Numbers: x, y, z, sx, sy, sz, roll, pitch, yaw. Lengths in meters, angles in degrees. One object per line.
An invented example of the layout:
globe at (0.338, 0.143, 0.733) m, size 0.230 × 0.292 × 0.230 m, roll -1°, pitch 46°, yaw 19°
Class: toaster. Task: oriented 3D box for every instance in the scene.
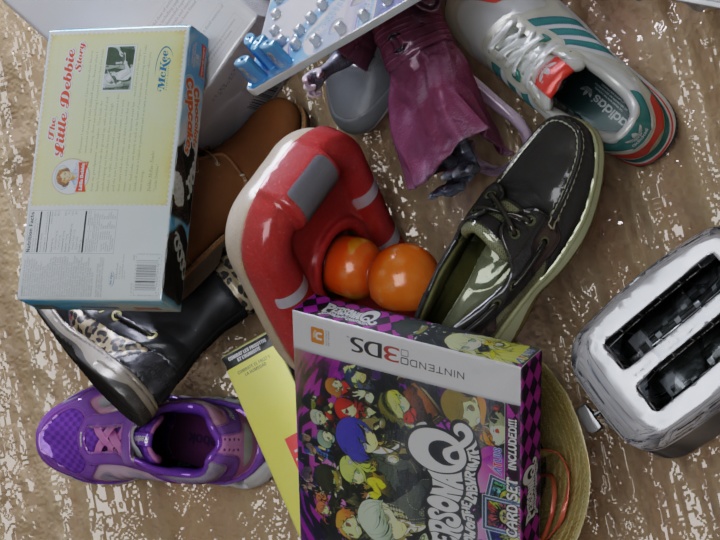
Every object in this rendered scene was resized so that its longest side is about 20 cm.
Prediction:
toaster at (0.235, 0.044, 1.507) m, size 0.200 × 0.129 × 0.114 m, roll -40°, pitch 76°, yaw 14°

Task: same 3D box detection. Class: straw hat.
straw hat at (0.109, 0.136, 1.568) m, size 0.200 × 0.085 × 0.203 m, roll -1°, pitch 89°, yaw 44°

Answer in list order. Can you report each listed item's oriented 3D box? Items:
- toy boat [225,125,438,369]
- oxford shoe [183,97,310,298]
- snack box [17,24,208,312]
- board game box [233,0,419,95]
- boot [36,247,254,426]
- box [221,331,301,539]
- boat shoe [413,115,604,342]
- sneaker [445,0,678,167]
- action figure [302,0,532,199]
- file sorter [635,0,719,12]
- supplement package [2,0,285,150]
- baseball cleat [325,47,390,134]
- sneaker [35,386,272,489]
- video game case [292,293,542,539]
toy boat at (0.000, 0.000, 1.561) m, size 0.130 × 0.201 × 0.131 m, roll 16°, pitch 58°, yaw 34°
oxford shoe at (-0.108, -0.065, 1.626) m, size 0.071 × 0.072 × 0.200 m, roll 9°, pitch 51°, yaw 43°
snack box at (-0.175, -0.073, 1.568) m, size 0.115 × 0.037 × 0.202 m, roll 1°, pitch 77°, yaw 21°
board game box at (0.009, -0.226, 1.474) m, size 0.199 × 0.201 × 0.026 m, roll -28°, pitch 122°, yaw 29°
boot at (-0.160, 0.020, 1.679) m, size 0.150 × 0.073 × 0.200 m, roll -40°, pitch 36°, yaw -9°
box at (-0.031, 0.143, 1.632) m, size 0.050 × 0.075 × 0.201 m, roll -27°, pitch 78°, yaw 17°
boat shoe at (0.098, -0.017, 1.502) m, size 0.072 × 0.066 × 0.202 m, roll 32°, pitch 95°, yaw 36°
sneaker at (0.136, -0.150, 1.571) m, size 0.199 × 0.093 × 0.071 m, roll 41°, pitch 101°, yaw 17°
action figure at (0.046, -0.158, 1.552) m, size 0.134 × 0.148 × 0.202 m, roll -27°, pitch 81°, yaw 48°
file sorter at (0.195, -0.258, 1.537) m, size 0.198 × 0.124 × 0.140 m, roll 13°, pitch 93°, yaw 21°
supplement package at (-0.157, -0.196, 1.668) m, size 0.200 × 0.120 × 0.122 m, roll 42°, pitch 103°, yaw 17°
baseball cleat at (-0.002, -0.205, 1.619) m, size 0.069 × 0.106 × 0.202 m, roll 11°, pitch 86°, yaw 34°
sneaker at (-0.164, 0.126, 1.674) m, size 0.198 × 0.088 × 0.081 m, roll 0°, pitch 89°, yaw 22°
video game case at (0.038, 0.129, 1.496) m, size 0.180 × 0.036 × 0.202 m, roll 14°, pitch 117°, yaw 30°
